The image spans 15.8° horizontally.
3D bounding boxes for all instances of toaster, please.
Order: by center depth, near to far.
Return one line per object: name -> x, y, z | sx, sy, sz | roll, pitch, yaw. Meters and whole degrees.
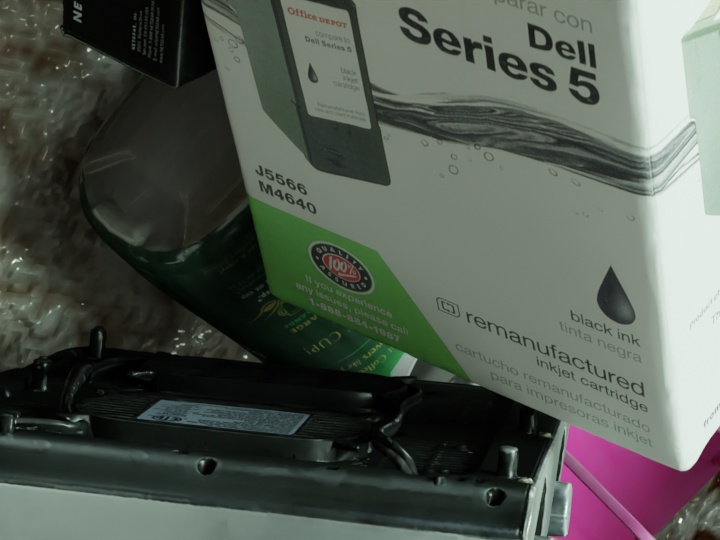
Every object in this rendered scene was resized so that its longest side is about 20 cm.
toaster -> -0.039, 0.088, 0.744 | 0.199, 0.181, 0.119 | 6, 96, 7

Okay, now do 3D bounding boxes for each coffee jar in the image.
coffee jar -> 0.000, 0.000, 0.872 | 0.104, 0.085, 0.200 | -48, 136, -5

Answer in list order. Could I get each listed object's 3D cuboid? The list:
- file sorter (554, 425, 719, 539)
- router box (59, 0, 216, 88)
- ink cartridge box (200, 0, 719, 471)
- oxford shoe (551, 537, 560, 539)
file sorter -> 0.112, 0.106, 1.006 | 0.200, 0.125, 0.139 | -45, 136, 0
router box -> -0.014, -0.168, 0.729 | 0.149, 0.051, 0.201 | -31, 139, -44
ink cartridge box -> 0.037, -0.062, 0.679 | 0.084, 0.145, 0.200 | -48, 145, -30
oxford shoe -> -0.005, 0.115, 0.902 | 0.199, 0.071, 0.074 | -3, 152, 0
